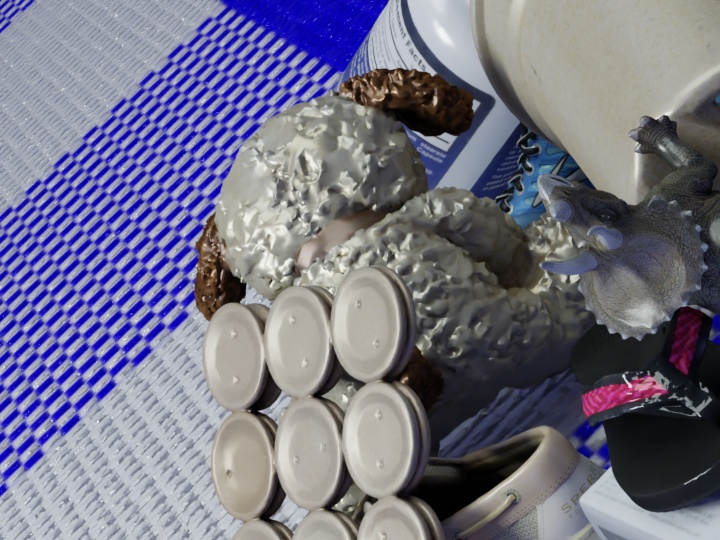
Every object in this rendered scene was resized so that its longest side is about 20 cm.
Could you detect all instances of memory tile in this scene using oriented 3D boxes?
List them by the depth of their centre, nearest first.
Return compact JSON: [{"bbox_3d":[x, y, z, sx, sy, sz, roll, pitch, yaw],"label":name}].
[{"bbox_3d":[-0.015,0.105,1.222,0.153,0.017,0.201,-17,77,50],"label":"memory tile"}]

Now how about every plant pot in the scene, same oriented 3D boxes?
[{"bbox_3d":[0.163,-0.085,1.244,0.200,0.200,0.184,-37,33,15],"label":"plant pot"}]

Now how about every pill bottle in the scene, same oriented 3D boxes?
[{"bbox_3d":[0.061,-0.112,1.465,0.200,0.111,0.111,-54,7,47],"label":"pill bottle"}]

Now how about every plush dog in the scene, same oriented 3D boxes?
[{"bbox_3d":[0.000,0.000,1.300,0.200,0.172,0.160,-39,-19,12],"label":"plush dog"}]

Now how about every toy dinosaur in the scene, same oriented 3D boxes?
[{"bbox_3d":[0.158,-0.011,1.102,0.102,0.199,0.077,-98,14,-51],"label":"toy dinosaur"}]

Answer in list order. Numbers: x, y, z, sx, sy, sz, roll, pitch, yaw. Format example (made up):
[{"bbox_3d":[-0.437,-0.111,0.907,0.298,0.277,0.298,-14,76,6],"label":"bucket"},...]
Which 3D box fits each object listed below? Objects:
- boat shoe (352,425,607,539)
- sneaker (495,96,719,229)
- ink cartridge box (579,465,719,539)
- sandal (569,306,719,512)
[{"bbox_3d":[0.032,0.111,1.236,0.200,0.065,0.072,-19,31,47],"label":"boat shoe"},{"bbox_3d":[0.096,-0.052,1.403,0.200,0.090,0.078,-44,20,0],"label":"sneaker"},{"bbox_3d":[0.198,0.052,1.090,0.200,0.047,0.160,-43,19,-12],"label":"ink cartridge box"},{"bbox_3d":[0.117,0.041,1.124,0.075,0.045,0.200,-38,19,2],"label":"sandal"}]
